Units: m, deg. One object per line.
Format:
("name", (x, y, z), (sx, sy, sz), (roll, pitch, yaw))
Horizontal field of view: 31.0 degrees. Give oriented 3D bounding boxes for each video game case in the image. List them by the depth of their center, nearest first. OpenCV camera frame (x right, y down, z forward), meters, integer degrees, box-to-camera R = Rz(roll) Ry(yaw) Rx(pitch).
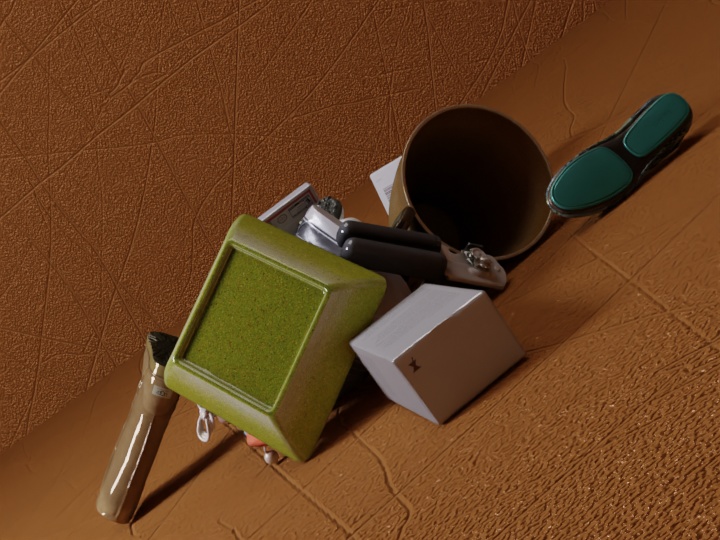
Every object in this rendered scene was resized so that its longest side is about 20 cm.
("video game case", (-0.084, -0.007, 1.866), (0.143, 0.201, 0.017), (-37, 30, -11))

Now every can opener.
("can opener", (0.065, -0.005, 1.358), (0.067, 0.198, 0.053), (-58, 32, 33))

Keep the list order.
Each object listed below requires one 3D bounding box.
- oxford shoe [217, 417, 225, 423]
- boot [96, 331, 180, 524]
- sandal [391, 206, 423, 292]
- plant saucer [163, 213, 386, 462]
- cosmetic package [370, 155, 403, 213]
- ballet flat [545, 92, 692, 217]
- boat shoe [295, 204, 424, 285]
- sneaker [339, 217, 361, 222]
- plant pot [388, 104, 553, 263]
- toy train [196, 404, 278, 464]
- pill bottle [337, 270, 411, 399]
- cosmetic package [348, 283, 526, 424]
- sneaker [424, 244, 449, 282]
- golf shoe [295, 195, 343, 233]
("oxford shoe", (-0.148, 0.126, 1.775), (0.071, 0.074, 0.200), (-30, 9, 33))
("boot", (-0.269, 0.187, 1.606), (0.175, 0.066, 0.202), (-96, 27, -78))
("sandal", (0.040, 0.018, 1.439), (0.082, 0.054, 0.202), (-68, -8, -61))
("plant saucer", (-0.099, 0.060, 1.301), (0.048, 0.199, 0.202), (26, -92, -60))
("cosmetic package", (0.116, -0.125, 1.828), (0.071, 0.102, 0.199), (-27, -1, 43))
("ballet flat", (0.283, -0.114, 1.418), (0.199, 0.075, 0.074), (-35, 7, -10))
("boat shoe", (0.000, 0.000, 1.567), (0.068, 0.199, 0.072), (-58, -19, 9))
("sneaker", (0.000, -0.019, 1.741), (0.081, 0.075, 0.201), (-36, -23, -17))
("plant pot", (0.108, -0.068, 1.541), (0.186, 0.187, 0.200), (-39, -5, -25))
("toy train", (-0.146, 0.130, 1.388), (0.055, 0.152, 0.199), (2, -6, -35))
("pill bottle", (-0.039, 0.079, 1.392), (0.200, 0.113, 0.113), (-41, 3, 35))
("cosmetic package", (0.064, 0.071, 1.177), (0.101, 0.072, 0.200), (-37, 7, -8))
("sneaker", (0.067, -0.009, 1.675), (0.081, 0.074, 0.200), (-29, 11, 20))
("golf shoe", (-0.055, -0.009, 1.828), (0.077, 0.087, 0.202), (52, 126, 55))
